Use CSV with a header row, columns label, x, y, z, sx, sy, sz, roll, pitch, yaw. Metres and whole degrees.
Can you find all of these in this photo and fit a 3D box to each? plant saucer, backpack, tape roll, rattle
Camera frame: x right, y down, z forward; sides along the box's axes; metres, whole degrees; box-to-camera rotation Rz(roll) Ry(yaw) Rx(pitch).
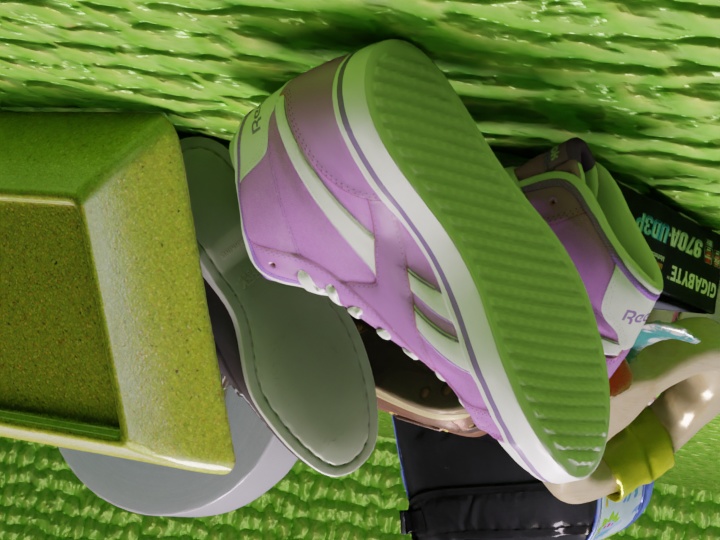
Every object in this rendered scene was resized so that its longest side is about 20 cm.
label,x,y,z,sx,sy,sz,roll,pitch,yaw
plant saucer,-0.170,0.016,1.044,0.200,0.200,0.048,4,-159,38
backpack,0.138,0.132,1.520,0.200,0.183,0.147,-2,-172,45
tape roll,-0.133,0.083,1.431,0.200,0.201,0.066,8,175,23
rattle,0.115,0.033,0.995,0.130,0.143,0.200,-28,154,15

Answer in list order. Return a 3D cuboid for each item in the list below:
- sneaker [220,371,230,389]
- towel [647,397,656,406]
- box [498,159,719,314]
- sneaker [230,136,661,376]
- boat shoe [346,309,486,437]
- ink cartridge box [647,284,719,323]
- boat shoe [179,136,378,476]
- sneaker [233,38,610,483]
label,x,y,z,sx,sy,sz,roll,pitch,yaw
sneaker,-0.158,0.023,1.210,0.200,0.078,0.090,17,-177,-36
towel,0.117,0.069,1.209,0.132,0.035,0.200,21,179,28
box,0.066,-0.021,0.998,0.200,0.046,0.159,6,172,35
sneaker,0.044,-0.032,0.857,0.200,0.114,0.073,37,-155,6
boat shoe,-0.005,0.044,1.112,0.200,0.072,0.068,25,157,28
ink cartridge box,0.242,0.042,1.120,0.116,0.068,0.200,14,172,-13
boat shoe,-0.058,0.021,1.049,0.072,0.201,0.061,-32,-173,-26
sneaker,0.021,0.006,0.803,0.114,0.201,0.073,-21,-167,41
